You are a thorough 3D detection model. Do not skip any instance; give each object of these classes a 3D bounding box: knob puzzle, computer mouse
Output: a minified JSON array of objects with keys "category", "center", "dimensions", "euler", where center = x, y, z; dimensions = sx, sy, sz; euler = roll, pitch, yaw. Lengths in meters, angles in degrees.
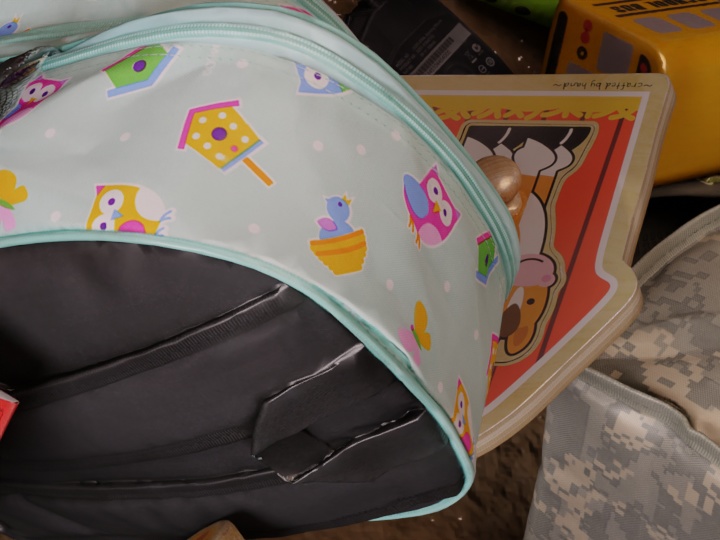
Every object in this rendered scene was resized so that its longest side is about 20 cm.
[{"category":"knob puzzle","center":[0.000,0.000,0.806],"dimensions":[0.220,0.219,0.031],"euler":[-61,144,-31]},{"category":"computer mouse","center":[-0.010,-0.108,0.931],"dimensions":[0.200,0.034,0.059],"euler":[45,54,1]}]

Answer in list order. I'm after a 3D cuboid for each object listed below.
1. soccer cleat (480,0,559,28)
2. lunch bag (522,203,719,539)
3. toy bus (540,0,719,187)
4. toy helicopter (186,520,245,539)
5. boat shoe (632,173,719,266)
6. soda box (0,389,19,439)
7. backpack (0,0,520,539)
[{"category":"soccer cleat","center":[0.085,-0.196,0.995],"dimensions":[0.081,0.068,0.201],"euler":[12,66,-12]},{"category":"lunch bag","center":[0.158,0.053,0.868],"dimensions":[0.117,0.164,0.200],"euler":[33,52,23]},{"category":"toy bus","center":[0.154,-0.085,0.955],"dimensions":[0.199,0.078,0.065],"euler":[-13,122,-42]},{"category":"toy helicopter","center":[-0.111,0.137,0.671],"dimensions":[0.079,0.200,0.132],"euler":[51,16,-3]},{"category":"boat shoe","center":[0.089,-0.002,0.916],"dimensions":[0.201,0.060,0.072],"euler":[-14,100,-32]},{"category":"soda box","center":[-0.169,0.075,0.664],"dimensions":[0.063,0.200,0.070],"euler":[32,60,-15]},{"category":"backpack","center":[-0.053,-0.003,0.692],"dimensions":[0.176,0.199,0.154],"euler":[50,53,-41]}]
